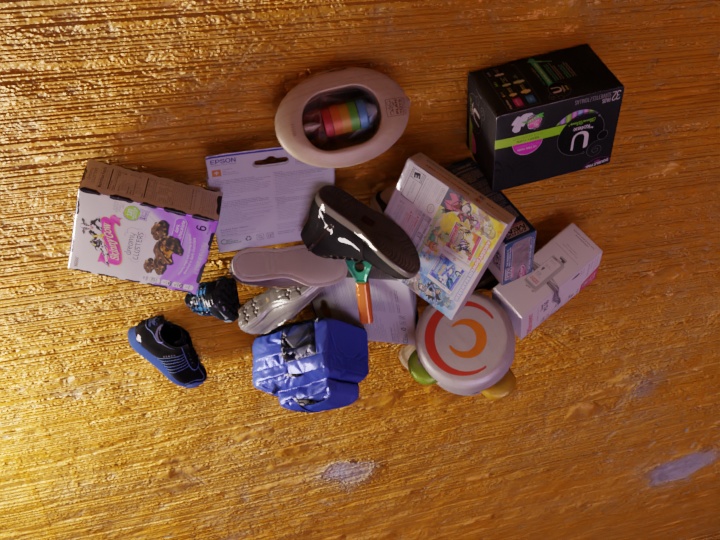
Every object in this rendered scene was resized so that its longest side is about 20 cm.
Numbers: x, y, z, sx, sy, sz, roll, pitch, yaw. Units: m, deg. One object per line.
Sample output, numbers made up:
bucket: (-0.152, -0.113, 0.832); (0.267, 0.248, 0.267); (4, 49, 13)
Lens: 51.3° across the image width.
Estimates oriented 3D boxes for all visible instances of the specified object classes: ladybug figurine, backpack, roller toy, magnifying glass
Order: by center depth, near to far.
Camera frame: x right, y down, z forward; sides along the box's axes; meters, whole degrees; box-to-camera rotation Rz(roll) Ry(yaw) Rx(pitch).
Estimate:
ladybug figurine: (-0.025, -0.218, 1.076); (0.198, 0.072, 0.137); (-11, 99, -7)
magnifying glass: (0.000, 0.000, 1.313); (0.079, 0.022, 0.201); (-1, 115, 15)
backpack: (-0.107, 0.180, 1.402); (0.199, 0.169, 0.162); (-12, 155, 30)
roller toy: (0.199, 0.138, 1.406); (0.198, 0.184, 0.140); (9, 166, 13)

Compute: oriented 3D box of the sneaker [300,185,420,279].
sneaker: (0.000, -0.038, 1.185); (0.075, 0.200, 0.106); (-41, 167, -44)

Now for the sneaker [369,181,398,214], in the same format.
sneaker: (0.121, -0.084, 1.247); (0.200, 0.075, 0.115); (38, 129, -16)

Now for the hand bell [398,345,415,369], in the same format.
hand bell: (0.151, 0.105, 1.523); (0.103, 0.104, 0.201); (1, 122, -21)

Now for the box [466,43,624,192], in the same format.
box: (0.275, -0.234, 1.152); (0.199, 0.125, 0.149); (-15, 139, -6)

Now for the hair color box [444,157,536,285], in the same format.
hair color box: (0.206, -0.083, 1.227); (0.060, 0.200, 0.100); (-22, 141, -11)

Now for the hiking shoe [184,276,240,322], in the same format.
hiking shoe: (-0.248, 0.053, 1.241); (0.086, 0.075, 0.200); (-11, 180, -6)

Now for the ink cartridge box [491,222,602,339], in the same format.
ink cartridge box: (0.351, 0.025, 1.424); (0.200, 0.083, 0.147); (-39, 156, -5)

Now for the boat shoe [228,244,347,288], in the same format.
boat shoe: (-0.122, -0.003, 1.271); (0.198, 0.072, 0.059); (0, 169, -20)

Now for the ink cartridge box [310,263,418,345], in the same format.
ink cartridge box: (0.008, 0.063, 1.417); (0.198, 0.044, 0.197); (5, 141, 14)

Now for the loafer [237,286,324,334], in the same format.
loafer: (-0.135, 0.055, 1.362); (0.199, 0.070, 0.070); (-30, 144, 24)

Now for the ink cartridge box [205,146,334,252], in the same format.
ink cartridge box: (-0.139, -0.124, 1.181); (0.198, 0.041, 0.201); (-9, 138, -11)

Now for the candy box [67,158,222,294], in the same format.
candy box: (-0.325, -0.060, 1.130); (0.199, 0.072, 0.168); (13, 134, -16)

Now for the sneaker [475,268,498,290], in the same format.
sneaker: (0.243, 0.014, 1.449); (0.199, 0.071, 0.076); (-20, 140, 2)

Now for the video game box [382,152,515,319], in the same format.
video game box: (0.118, -0.052, 1.167); (0.047, 0.182, 0.201); (-32, 154, -48)

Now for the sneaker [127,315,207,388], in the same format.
sneaker: (-0.336, 0.151, 1.386); (0.078, 0.070, 0.200); (-24, 138, 17)
